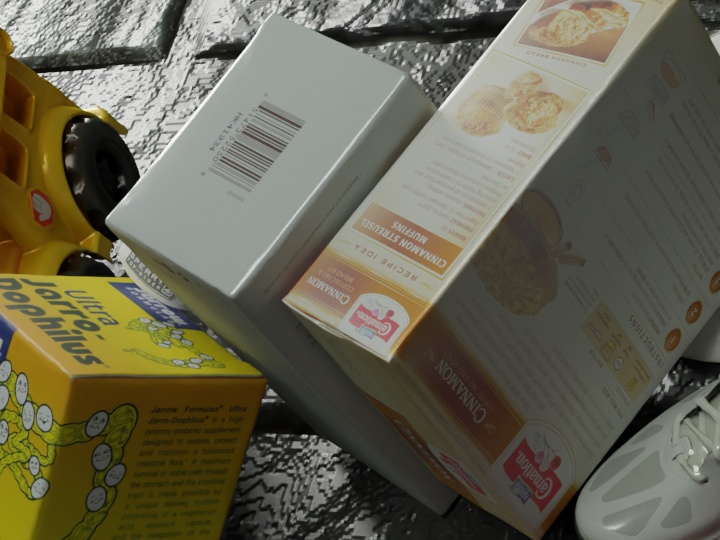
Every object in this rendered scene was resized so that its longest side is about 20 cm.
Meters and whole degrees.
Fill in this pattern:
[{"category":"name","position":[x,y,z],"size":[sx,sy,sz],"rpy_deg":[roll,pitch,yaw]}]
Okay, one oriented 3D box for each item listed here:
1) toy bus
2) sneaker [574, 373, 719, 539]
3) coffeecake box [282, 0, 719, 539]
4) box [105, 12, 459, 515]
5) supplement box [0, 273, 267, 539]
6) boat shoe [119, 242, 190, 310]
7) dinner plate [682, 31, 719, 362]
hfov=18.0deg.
[{"category":"toy bus","position":[-0.219,-0.032,1.213],"size":[0.135,0.192,0.201],"rpy_deg":[-16,52,21]},{"category":"sneaker","position":[0.161,0.045,0.956],"size":[0.200,0.115,0.076],"rpy_deg":[-33,46,10]},{"category":"coffeecake box","position":[0.084,-0.009,0.984],"size":[0.073,0.154,0.200],"rpy_deg":[28,74,43]},{"category":"box","position":[0.000,0.000,1.035],"size":[0.097,0.200,0.125],"rpy_deg":[29,76,43]},{"category":"supplement box","position":[-0.140,0.114,1.047],"size":[0.109,0.109,0.201],"rpy_deg":[34,113,44]},{"category":"boat shoe","position":[-0.055,-0.042,1.129],"size":[0.072,0.200,0.068],"rpy_deg":[39,113,6]},{"category":"dinner plate","position":[0.191,-0.048,1.070],"size":[0.199,0.024,0.201],"rpy_deg":[-17,50,21]}]
